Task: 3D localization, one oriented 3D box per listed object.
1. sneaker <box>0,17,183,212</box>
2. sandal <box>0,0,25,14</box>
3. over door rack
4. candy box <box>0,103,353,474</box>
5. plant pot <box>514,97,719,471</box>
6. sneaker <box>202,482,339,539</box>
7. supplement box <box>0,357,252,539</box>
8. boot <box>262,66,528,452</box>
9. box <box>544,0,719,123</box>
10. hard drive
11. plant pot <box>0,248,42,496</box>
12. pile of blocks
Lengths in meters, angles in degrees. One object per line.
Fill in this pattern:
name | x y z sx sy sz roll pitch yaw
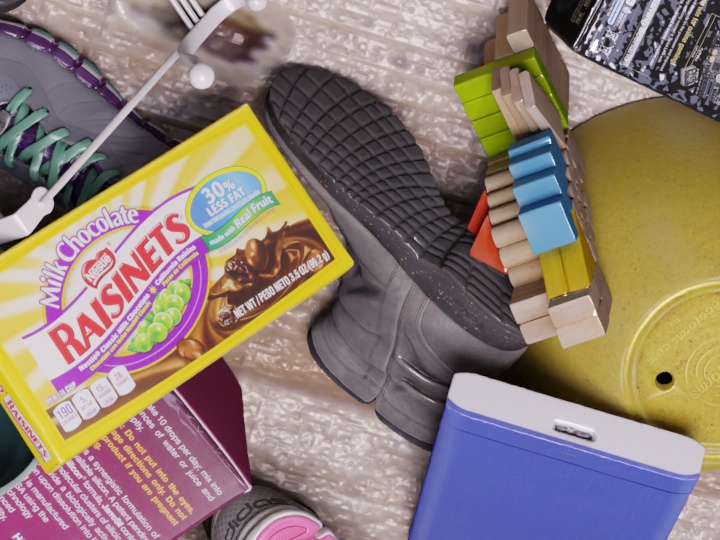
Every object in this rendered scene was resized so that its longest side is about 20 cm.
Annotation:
sneaker | -0.146 -0.063 1.442 0.199 0.088 0.075 29 106 -14
sandal | -0.264 -0.155 1.414 0.198 0.076 0.045 1 150 -10
over door rack | -0.147 -0.129 1.381 0.200 0.066 0.148 -46 112 -28
candy box | -0.105 0.006 1.393 0.200 0.026 0.103 -35 88 -31
plant pot | 0.174 0.026 1.473 0.198 0.142 0.202 -1 111 -4
sneaker | -0.025 0.181 1.559 0.074 0.087 0.200 -44 132 -6
supplement box | -0.167 0.105 1.483 0.199 0.131 0.103 -34 110 9
boot | 0.000 0.000 1.483 0.200 0.070 0.132 49 136 11
box | 0.212 -0.174 1.420 0.163 0.086 0.201 23 101 -12
hard drive | 0.099 0.121 1.483 0.131 0.026 0.200 16 154 3
plant pot | -0.266 0.057 1.370 0.200 0.201 0.134 40 125 -17
pile of blocks | 0.076 -0.048 1.421 0.062 0.201 0.082 -19 145 17
